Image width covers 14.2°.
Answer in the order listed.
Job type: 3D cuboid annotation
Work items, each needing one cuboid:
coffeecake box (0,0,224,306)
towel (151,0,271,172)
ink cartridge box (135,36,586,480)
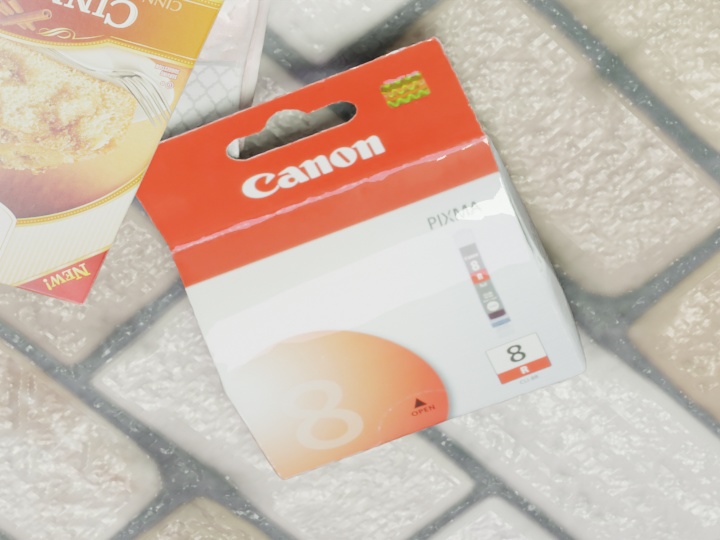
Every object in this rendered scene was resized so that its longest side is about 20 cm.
[{"bbox_3d":[-0.152,-0.099,1.195,0.153,0.073,0.200,16,124,-18],"label":"coffeecake box"},{"bbox_3d":[-0.136,-0.128,1.240,0.199,0.032,0.192,3,126,-8],"label":"towel"},{"bbox_3d":[0.000,0.000,1.317,0.162,0.050,0.200,-20,138,9],"label":"ink cartridge box"}]
